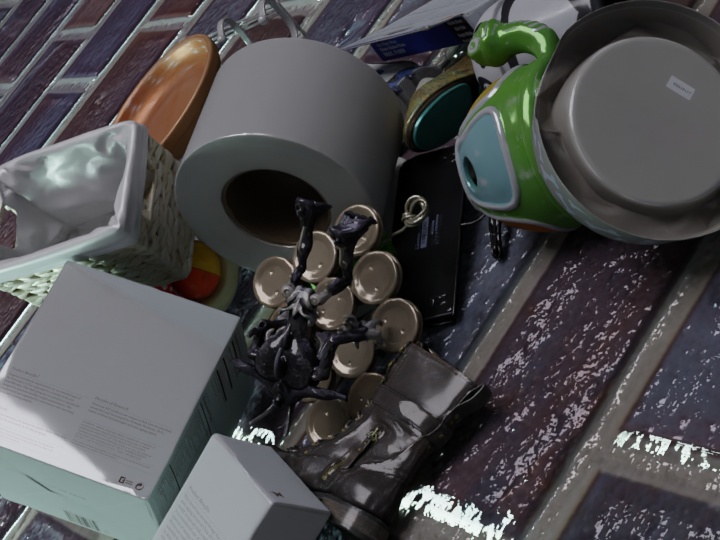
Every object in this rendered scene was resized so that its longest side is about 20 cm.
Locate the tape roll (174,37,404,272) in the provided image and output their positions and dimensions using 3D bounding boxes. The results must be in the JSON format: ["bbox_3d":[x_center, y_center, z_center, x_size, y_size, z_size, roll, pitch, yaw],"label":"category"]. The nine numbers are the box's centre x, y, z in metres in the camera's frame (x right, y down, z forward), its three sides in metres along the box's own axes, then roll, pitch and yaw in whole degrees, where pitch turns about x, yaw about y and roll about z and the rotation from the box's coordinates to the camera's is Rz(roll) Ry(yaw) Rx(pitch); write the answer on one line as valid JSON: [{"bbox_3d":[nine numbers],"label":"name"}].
[{"bbox_3d":[-0.067,-0.107,1.430,0.202,0.203,0.139,-21,39,36],"label":"tape roll"}]

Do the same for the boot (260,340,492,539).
[{"bbox_3d":[0.007,0.136,1.251,0.200,0.069,0.174,20,73,47],"label":"boot"}]

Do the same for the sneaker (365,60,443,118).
[{"bbox_3d":[0.004,-0.164,1.616,0.199,0.081,0.115,-37,27,2],"label":"sneaker"}]

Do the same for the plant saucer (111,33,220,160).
[{"bbox_3d":[-0.215,-0.167,1.599,0.200,0.037,0.200,-39,31,28],"label":"plant saucer"}]

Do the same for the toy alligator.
[{"bbox_3d":[0.000,0.000,1.376,0.200,0.054,0.059,-39,64,21],"label":"toy alligator"}]

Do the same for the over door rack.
[{"bbox_3d":[-0.093,-0.218,1.680,0.148,0.200,0.067,-15,52,40],"label":"over door rack"}]

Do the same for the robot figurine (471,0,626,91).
[{"bbox_3d":[0.198,-0.219,1.376,0.200,0.125,0.151,-18,41,36],"label":"robot figurine"}]

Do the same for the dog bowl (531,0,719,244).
[{"bbox_3d":[0.227,-0.112,1.163,0.200,0.200,0.059,-57,0,-18],"label":"dog bowl"}]

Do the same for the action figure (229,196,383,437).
[{"bbox_3d":[-0.039,0.043,1.280,0.119,0.102,0.201,17,95,30],"label":"action figure"}]

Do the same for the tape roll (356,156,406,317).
[{"bbox_3d":[-0.009,-0.029,1.500,0.203,0.037,0.203,-31,34,24],"label":"tape roll"}]

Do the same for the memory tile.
[{"bbox_3d":[-0.014,0.052,1.333,0.153,0.017,0.200,-32,66,23],"label":"memory tile"}]

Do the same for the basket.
[{"bbox_3d":[-0.272,-0.046,1.481,0.200,0.123,0.136,-15,56,29],"label":"basket"}]

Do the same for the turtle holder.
[{"bbox_3d":[0.145,-0.120,1.271,0.132,0.186,0.141,-17,24,40],"label":"turtle holder"}]

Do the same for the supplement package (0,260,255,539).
[{"bbox_3d":[-0.230,0.133,1.396,0.191,0.147,0.200,18,60,14],"label":"supplement package"}]

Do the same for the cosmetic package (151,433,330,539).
[{"bbox_3d":[-0.121,0.248,1.202,0.101,0.071,0.200,41,105,44],"label":"cosmetic package"}]

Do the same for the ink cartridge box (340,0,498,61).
[{"bbox_3d":[0.100,-0.266,1.551,0.200,0.041,0.199,-31,15,-25],"label":"ink cartridge box"}]

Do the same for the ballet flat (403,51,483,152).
[{"bbox_3d":[0.096,-0.182,1.471,0.200,0.071,0.071,-37,23,-30],"label":"ballet flat"}]

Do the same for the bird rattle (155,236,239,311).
[{"bbox_3d":[-0.199,0.000,1.583,0.113,0.163,0.201,-20,62,48],"label":"bird rattle"}]

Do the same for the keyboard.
[{"bbox_3d":[0.086,-0.037,1.379,0.127,0.021,0.200,-13,53,28],"label":"keyboard"}]
